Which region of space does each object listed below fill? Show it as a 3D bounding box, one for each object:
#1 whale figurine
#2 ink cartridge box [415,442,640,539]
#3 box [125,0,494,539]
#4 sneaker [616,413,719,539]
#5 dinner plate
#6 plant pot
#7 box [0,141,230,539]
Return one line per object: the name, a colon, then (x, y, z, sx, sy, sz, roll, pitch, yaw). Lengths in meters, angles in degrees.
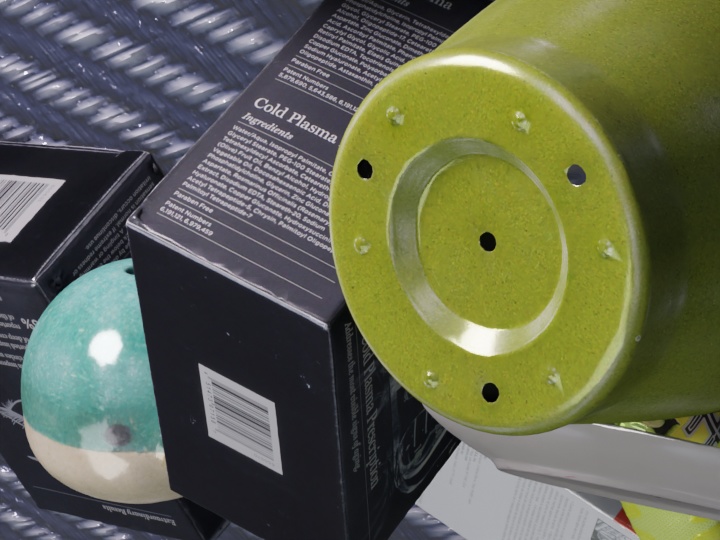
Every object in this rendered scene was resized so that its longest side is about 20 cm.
whale figurine: (-0.066, 0.045, 1.333, 0.199, 0.159, 0.104, -3, 111, 4)
ink cartridge box: (0.123, 0.127, 1.359, 0.200, 0.050, 0.109, 33, 151, 14)
box: (0.000, 0.000, 1.197, 0.104, 0.182, 0.200, 26, 148, 21)
sneaker: (0.121, 0.050, 1.184, 0.075, 0.076, 0.201, 4, 119, 33)
dinner plate: (0.119, 0.079, 1.061, 0.199, 0.024, 0.200, 11, 175, 1)
plant pot: (0.094, -0.029, 0.965, 0.200, 0.193, 0.201, 13, 111, 37)
box: (-0.145, 0.038, 1.489, 0.148, 0.104, 0.200, 7, 138, 43)
